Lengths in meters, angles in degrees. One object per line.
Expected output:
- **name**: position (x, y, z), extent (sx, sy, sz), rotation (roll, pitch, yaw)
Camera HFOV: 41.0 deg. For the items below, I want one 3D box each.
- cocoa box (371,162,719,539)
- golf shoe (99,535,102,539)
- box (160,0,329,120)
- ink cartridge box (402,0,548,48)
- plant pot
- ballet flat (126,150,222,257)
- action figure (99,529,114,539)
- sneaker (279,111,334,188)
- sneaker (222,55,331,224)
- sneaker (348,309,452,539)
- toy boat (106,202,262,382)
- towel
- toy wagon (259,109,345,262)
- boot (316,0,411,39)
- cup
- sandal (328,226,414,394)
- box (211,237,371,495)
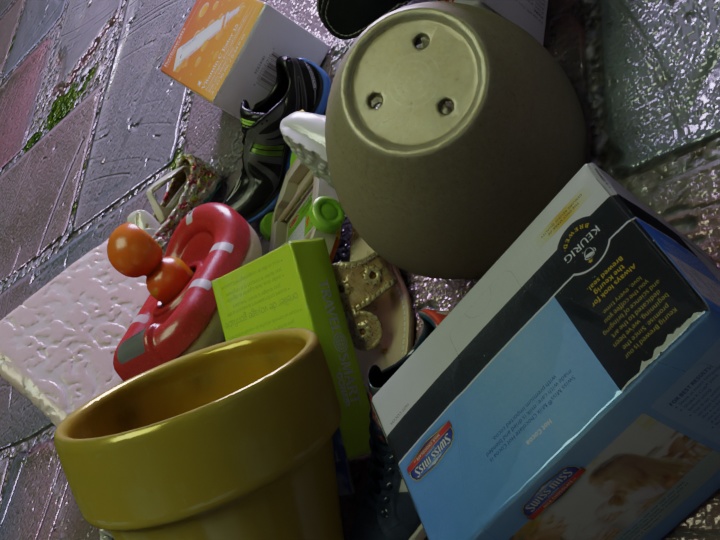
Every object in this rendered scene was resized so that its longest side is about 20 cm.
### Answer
- **cocoa box**: position (0.128, 0.072, 0.551), extent (0.200, 0.132, 0.132), rotation (-49, 38, 20)
- **golf shoe**: position (-0.240, 0.204, 0.988), extent (0.072, 0.091, 0.203), rotation (-7, 65, 50)
- **box**: position (-0.142, -0.250, 1.140), extent (0.125, 0.097, 0.200), rotation (-61, 34, 4)
- **ink cartridge box**: position (0.092, -0.272, 0.860), extent (0.146, 0.082, 0.203), rotation (-16, 56, 46)
- **plant pot**: position (-0.094, 0.165, 0.695), extent (0.199, 0.200, 0.191), rotation (-9, 103, 49)
- **ballet flat**: position (-0.232, -0.060, 1.114), extent (0.075, 0.064, 0.201), rotation (-14, 37, 42)
- **action figure**: position (-0.159, 0.189, 0.830), extent (0.200, 0.102, 0.119), rotation (46, 103, 25)
- **sneaker**: position (0.023, -0.096, 0.805), extent (0.198, 0.076, 0.081), rotation (26, 84, 20)
- **sneaker**: position (-0.106, -0.139, 1.035), extent (0.071, 0.082, 0.202), rotation (29, 93, 55)
- **sneaker**: position (0.028, 0.118, 0.696), extent (0.075, 0.084, 0.202), rotation (25, 89, 55)
- **toy boat**: position (-0.184, 0.005, 0.914), extent (0.130, 0.131, 0.201), rotation (-28, 27, 37)
- **towel**: position (-0.255, 0.076, 0.978), extent (0.199, 0.032, 0.191), rotation (34, 57, 19)
- **toy wagon**: position (-0.054, -0.065, 0.933), extent (0.155, 0.039, 0.202), rotation (-46, 34, 51)
- **boot**: position (0.039, -0.239, 0.742), extent (0.203, 0.073, 0.155), rotation (-39, 24, 23)
- **cup**: position (0.055, -0.107, 0.678), extent (0.197, 0.143, 0.203), rotation (-4, 77, 16)
- **sandal**: position (-0.004, 0.002, 0.823), extent (0.077, 0.069, 0.214), rotation (-28, 48, 40)
- **box**: position (-0.055, 0.088, 0.801), extent (0.121, 0.047, 0.203), rotation (-23, 79, 44)
